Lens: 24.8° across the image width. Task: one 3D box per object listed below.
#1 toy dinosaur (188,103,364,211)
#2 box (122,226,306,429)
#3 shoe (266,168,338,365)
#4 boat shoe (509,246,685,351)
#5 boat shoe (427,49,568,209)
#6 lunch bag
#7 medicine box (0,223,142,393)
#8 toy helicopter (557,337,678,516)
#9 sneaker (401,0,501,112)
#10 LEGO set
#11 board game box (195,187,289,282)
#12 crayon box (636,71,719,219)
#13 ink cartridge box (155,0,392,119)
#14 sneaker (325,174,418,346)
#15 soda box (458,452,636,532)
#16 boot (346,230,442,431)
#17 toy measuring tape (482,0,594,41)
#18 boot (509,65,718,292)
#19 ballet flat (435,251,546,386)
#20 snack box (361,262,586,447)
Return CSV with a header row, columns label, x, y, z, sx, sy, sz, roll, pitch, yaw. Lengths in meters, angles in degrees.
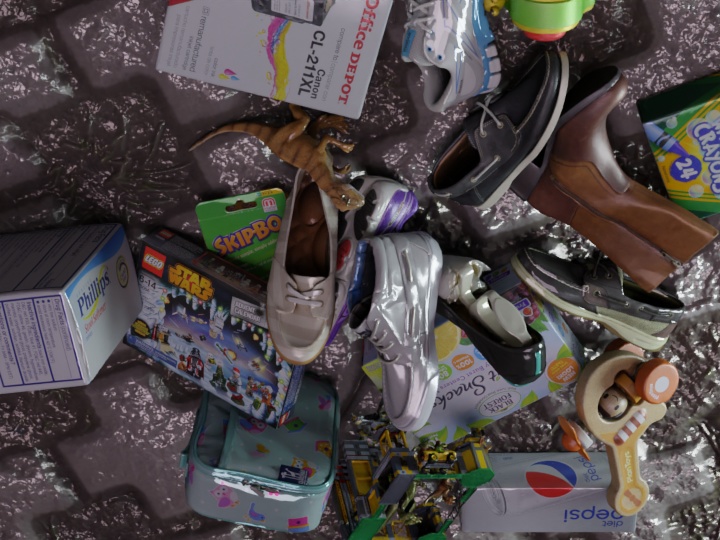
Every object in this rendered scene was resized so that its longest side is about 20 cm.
label,x,y,z,sx,sy,sz,roll,pitch,yaw
toy dinosaur,-0.070,-0.129,1.586,0.199,0.106,0.061,30,156,29
box,-0.146,0.059,1.682,0.199,0.040,0.138,27,124,17
shoe,-0.057,-0.009,1.599,0.069,0.202,0.053,3,162,5
boat shoe,0.246,0.015,1.680,0.200,0.072,0.066,26,115,-21
boat shoe,0.133,-0.134,1.558,0.067,0.072,0.200,15,136,-22
lunch bag,-0.105,0.181,1.716,0.159,0.201,0.078,14,122,-6
medicine box,-0.341,0.039,1.618,0.198,0.182,0.104,-5,111,13
toy helicopter,0.268,0.179,1.731,0.131,0.079,0.201,-22,119,-20
sneaker,0.069,-0.234,1.495,0.086,0.075,0.201,-36,124,-27
LEGO set,0.047,0.207,1.751,0.152,0.117,0.201,-2,143,-18
board game box,-0.101,0.002,1.701,0.095,0.030,0.201,-10,125,7
crayon box,0.383,-0.136,1.584,0.199,0.052,0.126,-20,121,13
ink cartridge box,-0.075,-0.241,1.507,0.198,0.083,0.147,13,122,-6
sneaker,0.000,0.000,1.662,0.083,0.081,0.201,12,118,-36
soda box,0.209,0.249,1.834,0.198,0.064,0.069,0,123,1
boot,0.024,0.061,1.614,0.095,0.073,0.202,-1,95,-40
toy measuring tape,0.208,-0.248,1.504,0.198,0.074,0.074,0,124,2
boot,0.259,-0.083,1.573,0.199,0.069,0.189,36,129,-4
ballet flat,0.117,0.029,1.636,0.200,0.068,0.069,43,148,24
snack box,0.120,0.093,1.740,0.199,0.053,0.142,-28,120,19
